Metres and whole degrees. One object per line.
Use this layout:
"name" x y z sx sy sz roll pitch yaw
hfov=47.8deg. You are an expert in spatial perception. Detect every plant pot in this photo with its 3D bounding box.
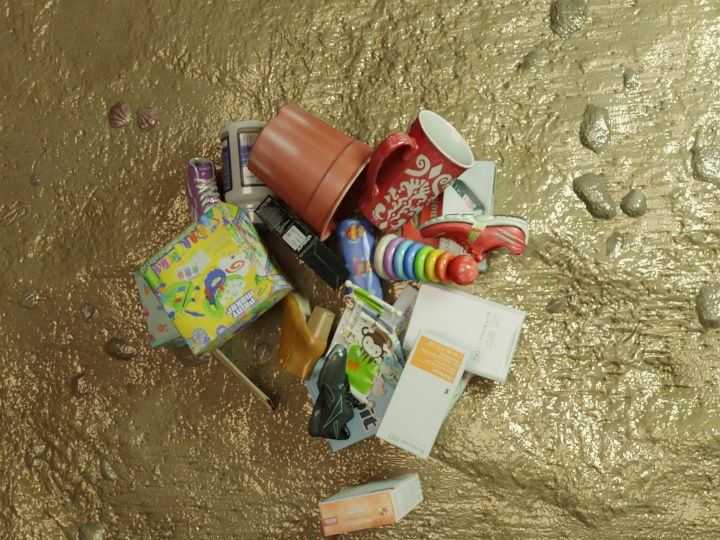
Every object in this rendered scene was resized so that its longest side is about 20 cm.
"plant pot" -0.093 -0.194 1.508 0.194 0.201 0.202 35 96 4

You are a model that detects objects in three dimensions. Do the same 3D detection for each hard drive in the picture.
"hard drive" 0.187 0.110 1.476 0.197 0.027 0.134 18 91 19

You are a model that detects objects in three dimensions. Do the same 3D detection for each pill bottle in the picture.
"pill bottle" -0.218 -0.186 1.617 0.109 0.111 0.204 -8 83 17

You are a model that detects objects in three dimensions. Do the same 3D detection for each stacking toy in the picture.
"stacking toy" 0.124 -0.014 1.469 0.198 0.085 0.087 9 88 36

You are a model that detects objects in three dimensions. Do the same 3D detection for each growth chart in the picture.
"growth chart" 0.004 0.137 1.487 0.143 0.018 0.203 23 102 22

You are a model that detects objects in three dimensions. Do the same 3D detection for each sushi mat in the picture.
"sushi mat" -0.243 0.200 1.599 0.199 0.096 0.012 41 74 18

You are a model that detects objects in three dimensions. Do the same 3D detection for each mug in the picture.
"mug" 0.077 -0.183 1.475 0.200 0.176 0.135 -45 30 31

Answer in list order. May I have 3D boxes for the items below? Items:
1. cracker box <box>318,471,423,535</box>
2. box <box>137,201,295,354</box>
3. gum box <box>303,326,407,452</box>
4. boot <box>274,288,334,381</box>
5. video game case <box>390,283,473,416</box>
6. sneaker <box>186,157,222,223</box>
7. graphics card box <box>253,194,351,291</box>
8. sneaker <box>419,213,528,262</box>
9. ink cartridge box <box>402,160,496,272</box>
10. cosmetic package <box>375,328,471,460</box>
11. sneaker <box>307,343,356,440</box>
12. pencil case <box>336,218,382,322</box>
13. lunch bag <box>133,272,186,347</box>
"cracker box" 0.023 0.409 1.434 0.132 0.200 0.059 -15 80 16
"box" -0.262 0.015 1.496 0.199 0.122 0.194 -36 84 8
"gum box" 0.004 0.222 1.523 0.198 0.044 0.172 -28 81 22
"boot" -0.136 0.113 1.556 0.200 0.070 0.146 32 98 46
"video game case" 0.118 0.156 1.521 0.199 0.023 0.183 35 96 18
"sneaker" -0.304 -0.146 1.605 0.072 0.115 0.201 -14 48 -24
"graphics card box" -0.110 -0.053 1.518 0.051 0.126 0.200 -46 44 -4
"sneaker" 0.198 -0.057 1.445 0.197 0.077 0.086 2 91 18
"ink cartridge box" 0.160 -0.105 1.521 0.171 0.043 0.204 4 86 17
"cosmetic package" 0.111 0.215 1.424 0.100 0.071 0.203 22 88 8
"sneaker" -0.040 0.223 1.474 0.078 0.076 0.203 18 120 11
"pencil case" 0.000 0.000 1.545 0.077 0.087 0.204 -5 84 -8
"lunch bag" -0.334 0.046 1.630 0.198 0.122 0.173 -23 77 21
